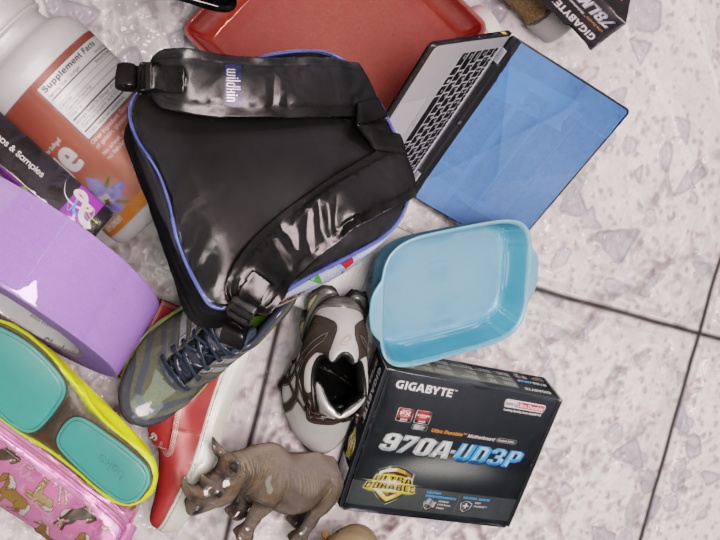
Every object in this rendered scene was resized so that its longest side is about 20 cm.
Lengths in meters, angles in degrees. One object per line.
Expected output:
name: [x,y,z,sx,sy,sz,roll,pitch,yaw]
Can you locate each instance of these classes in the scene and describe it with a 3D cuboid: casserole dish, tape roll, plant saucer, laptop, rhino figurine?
casserole dish: [0.081,0.015,0.781,0.196,0.039,0.124,-11,112,-31]
tape roll: [-0.256,0.002,0.654,0.199,0.199,0.066,38,69,-19]
plant saucer: [-0.022,-0.212,0.764,0.200,0.037,0.200,43,84,0]
laptop: [0.101,-0.095,0.743,0.116,0.188,0.198,47,38,15]
rhino figurine: [-0.089,0.197,0.776,0.198,0.060,0.089,25,99,-48]

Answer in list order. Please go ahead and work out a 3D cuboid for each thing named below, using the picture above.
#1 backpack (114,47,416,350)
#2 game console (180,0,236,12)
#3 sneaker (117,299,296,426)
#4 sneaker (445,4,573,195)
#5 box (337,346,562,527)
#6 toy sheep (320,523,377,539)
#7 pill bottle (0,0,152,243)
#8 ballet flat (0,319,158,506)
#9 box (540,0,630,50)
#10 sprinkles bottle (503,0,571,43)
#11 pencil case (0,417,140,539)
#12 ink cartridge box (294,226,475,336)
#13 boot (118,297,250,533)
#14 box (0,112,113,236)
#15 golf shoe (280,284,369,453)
backpack: [-0.063,-0.064,0.628,0.187,0.154,0.204,-21,90,-18]
game console: [-0.184,-0.313,0.679,0.196,0.116,0.180,12,95,-19]
sneaker: [-0.126,0.053,0.712,0.200,0.081,0.074,-45,100,-5]
sneaker: [0.122,-0.142,0.828,0.104,0.075,0.202,-34,103,-8]
box: [0.085,0.172,0.858,0.196,0.046,0.162,12,109,-19]
toy sheep: [-0.022,0.339,0.827,0.135,0.138,0.205,7,102,-18]
pill bottle: [-0.232,-0.128,0.694,0.200,0.112,0.112,45,84,-18]
ballet flat: [-0.247,0.117,0.711,0.200,0.067,0.067,45,90,-7]
box: [0.174,-0.335,0.775,0.197,0.049,0.203,38,51,-21]
sprinkles bottle: [0.131,-0.306,0.808,0.199,0.068,0.069,37,87,-19]
pencil case: [-0.283,0.176,0.736,0.083,0.087,0.200,-45,109,0]
ink cartridge box: [0.000,0.000,0.816,0.197,0.059,0.106,22,92,-20]
boot: [-0.193,0.125,0.770,0.142,0.072,0.205,18,85,-19]
box: [-0.293,-0.089,0.664,0.200,0.142,0.036,45,66,-17]
golf shoe: [-0.033,0.113,0.776,0.076,0.095,0.203,1,129,-7]
